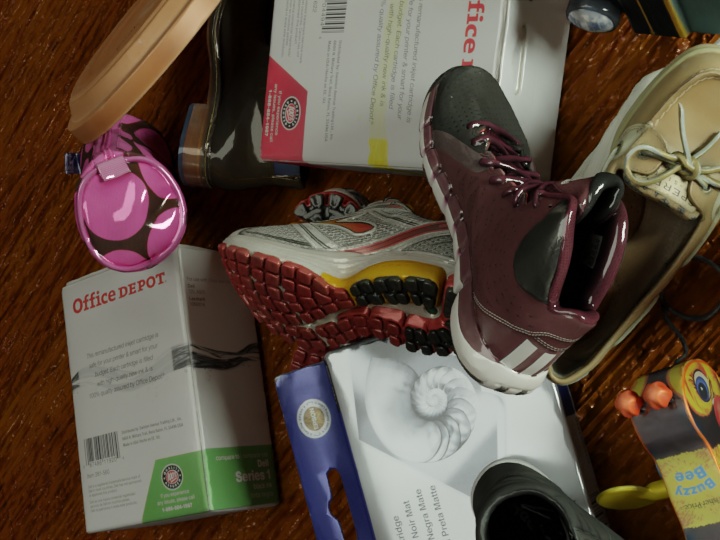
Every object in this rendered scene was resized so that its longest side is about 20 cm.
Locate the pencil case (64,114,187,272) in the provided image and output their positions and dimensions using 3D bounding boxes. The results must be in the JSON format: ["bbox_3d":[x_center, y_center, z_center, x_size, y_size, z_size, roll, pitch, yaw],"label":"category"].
[{"bbox_3d":[-0.179,-0.067,0.946,0.200,0.090,0.095,-131,32,-70],"label":"pencil case"}]

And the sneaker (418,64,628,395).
[{"bbox_3d":[0.095,-0.044,0.662,0.115,0.075,0.202,-42,49,50],"label":"sneaker"}]

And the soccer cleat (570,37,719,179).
[{"bbox_3d":[0.167,-0.066,0.743,0.200,0.069,0.078,-39,58,22],"label":"soccer cleat"}]

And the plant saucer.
[{"bbox_3d":[-0.156,-0.182,0.930,0.200,0.032,0.201,-43,22,22],"label":"plant saucer"}]

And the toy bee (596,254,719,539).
[{"bbox_3d":[0.179,0.097,0.689,0.131,0.108,0.201,-47,60,28],"label":"toy bee"}]

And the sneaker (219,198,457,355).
[{"bbox_3d":[0.000,0.000,0.778,0.199,0.082,0.078,7,136,29],"label":"sneaker"}]

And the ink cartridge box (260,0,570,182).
[{"bbox_3d":[0.035,-0.137,0.841,0.199,0.083,0.147,8,92,39],"label":"ink cartridge box"}]

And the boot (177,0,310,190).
[{"bbox_3d":[-0.069,-0.153,0.956,0.096,0.075,0.202,10,82,14],"label":"boot"}]

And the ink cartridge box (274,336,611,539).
[{"bbox_3d":[0.047,0.135,0.789,0.199,0.041,0.201,-20,81,20],"label":"ink cartridge box"}]

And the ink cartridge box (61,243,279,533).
[{"bbox_3d":[-0.152,0.094,0.975,0.145,0.084,0.202,-16,76,37],"label":"ink cartridge box"}]

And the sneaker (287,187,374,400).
[{"bbox_3d":[-0.004,0.040,0.874,0.077,0.082,0.202,4,104,15],"label":"sneaker"}]

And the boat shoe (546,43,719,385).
[{"bbox_3d":[0.157,-0.025,0.677,0.073,0.063,0.201,24,111,2],"label":"boat shoe"}]

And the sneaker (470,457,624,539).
[{"bbox_3d":[0.135,0.184,0.681,0.200,0.099,0.071,40,97,12],"label":"sneaker"}]

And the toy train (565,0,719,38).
[{"bbox_3d":[0.184,-0.226,0.714,0.113,0.085,0.201,14,77,29],"label":"toy train"}]
